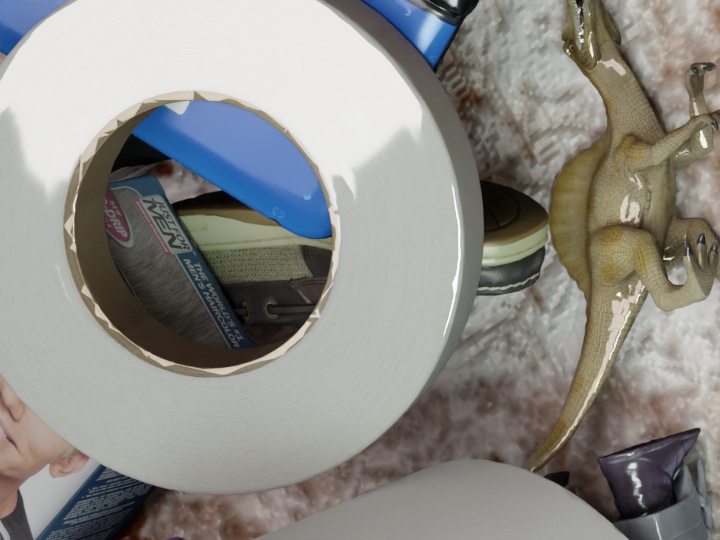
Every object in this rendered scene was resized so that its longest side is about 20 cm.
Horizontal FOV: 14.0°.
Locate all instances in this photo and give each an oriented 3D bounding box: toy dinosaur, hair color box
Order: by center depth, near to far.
[{"bbox_3d":[0.107,-0.009,1.123,0.101,0.058,0.201,2,85,47],"label":"toy dinosaur"},{"bbox_3d":[-0.131,0.059,1.226,0.200,0.060,0.100,-48,66,40],"label":"hair color box"}]

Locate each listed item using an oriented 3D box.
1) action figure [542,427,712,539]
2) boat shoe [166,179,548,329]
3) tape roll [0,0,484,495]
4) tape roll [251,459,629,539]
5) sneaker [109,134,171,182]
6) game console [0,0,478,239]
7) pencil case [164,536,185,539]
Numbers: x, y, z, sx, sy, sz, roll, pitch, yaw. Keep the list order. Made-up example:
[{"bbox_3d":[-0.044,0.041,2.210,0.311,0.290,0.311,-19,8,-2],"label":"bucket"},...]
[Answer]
[{"bbox_3d":[0.120,0.166,1.097,0.130,0.069,0.200,-19,86,23],"label":"action figure"},{"bbox_3d":[0.000,0.000,1.169,0.200,0.073,0.065,5,109,49],"label":"boat shoe"},{"bbox_3d":[-0.055,-0.017,1.090,0.202,0.037,0.203,3,102,15],"label":"tape roll"},{"bbox_3d":[0.015,0.182,1.050,0.202,0.139,0.203,19,117,42],"label":"tape roll"},{"bbox_3d":[-0.103,-0.080,1.210,0.200,0.112,0.073,-9,82,31],"label":"sneaker"},{"bbox_3d":[-0.041,-0.138,1.143,0.200,0.118,0.171,32,109,8],"label":"game console"},{"bbox_3d":[-0.066,0.208,1.176,0.200,0.084,0.086,66,149,16],"label":"pencil case"}]
